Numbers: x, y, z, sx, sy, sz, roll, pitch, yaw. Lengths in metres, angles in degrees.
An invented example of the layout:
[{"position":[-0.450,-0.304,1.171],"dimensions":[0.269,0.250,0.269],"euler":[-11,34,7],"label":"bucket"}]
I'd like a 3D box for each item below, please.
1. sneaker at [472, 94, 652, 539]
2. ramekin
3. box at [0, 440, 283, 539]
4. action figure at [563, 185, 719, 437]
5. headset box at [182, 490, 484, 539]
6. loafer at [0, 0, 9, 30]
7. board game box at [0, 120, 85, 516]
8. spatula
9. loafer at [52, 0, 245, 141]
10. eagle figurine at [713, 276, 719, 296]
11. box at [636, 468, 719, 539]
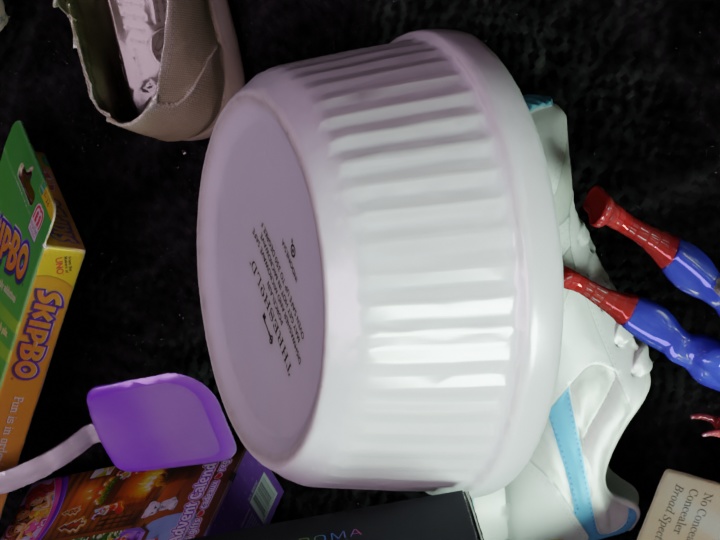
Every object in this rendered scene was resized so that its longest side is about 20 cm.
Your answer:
[{"position":[0.086,0.022,1.027],"dimensions":[0.080,0.077,0.201],"euler":[0,103,2],"label":"sneaker"},{"position":[0.000,0.000,0.979],"dimensions":[0.202,0.094,0.203],"euler":[176,90,-67],"label":"ramekin"},{"position":[-0.130,0.167,1.099],"dimensions":[0.136,0.200,0.039],"euler":[-14,121,29],"label":"box"},{"position":[0.169,0.040,0.975],"dimensions":[0.200,0.052,0.066],"euler":[29,108,-11],"label":"action figure"},{"position":[-0.022,0.196,0.944],"dimensions":[0.173,0.093,0.201],"euler":[-9,110,-2],"label":"headset box"},{"position":[-0.239,-0.090,1.154],"dimensions":[0.200,0.072,0.063],"euler":[-17,115,36],"label":"loafer"},{"position":[-0.177,0.034,1.147],"dimensions":[0.096,0.030,0.200],"euler":[-121,43,-52],"label":"board game box"},{"position":[-0.160,0.094,1.115],"dimensions":[0.199,0.021,0.057],"euler":[-18,123,1],"label":"spatula"},{"position":[-0.107,-0.151,1.061],"dimensions":[0.075,0.068,0.201],"euler":[-15,99,29],"label":"loafer"},{"position":[0.248,0.040,0.889],"dimensions":[0.151,0.152,0.201],"euler":[-13,103,55],"label":"eagle figurine"},{"position":[0.209,0.163,0.980],"dimensions":[0.199,0.095,0.078],"euler":[13,149,21],"label":"box"}]
